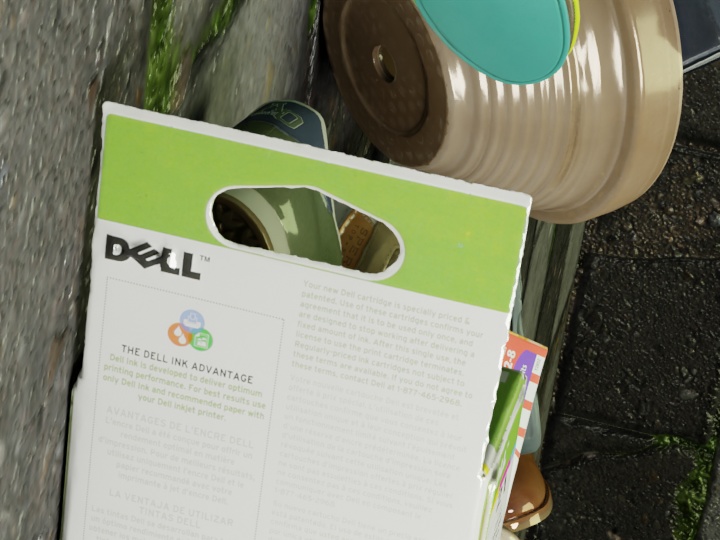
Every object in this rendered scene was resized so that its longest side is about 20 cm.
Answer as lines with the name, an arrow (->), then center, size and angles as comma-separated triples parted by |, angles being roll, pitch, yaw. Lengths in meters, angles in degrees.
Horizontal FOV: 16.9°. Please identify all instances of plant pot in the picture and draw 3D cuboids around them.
plant pot -> 0.046, -0.108, 1.096 | 0.093, 0.201, 0.201 | -22, 140, -26

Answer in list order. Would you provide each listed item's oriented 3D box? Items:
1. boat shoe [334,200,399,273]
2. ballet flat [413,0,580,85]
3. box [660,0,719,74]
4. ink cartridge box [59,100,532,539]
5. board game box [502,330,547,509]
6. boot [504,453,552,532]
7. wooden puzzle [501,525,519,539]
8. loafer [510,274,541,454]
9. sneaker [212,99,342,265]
boat shoe -> 0.000, 0.000, 1.124 | 0.075, 0.068, 0.200 | -63, 170, 4
ballet flat -> 0.031, -0.153, 0.962 | 0.200, 0.067, 0.067 | 43, 36, -45
box -> 0.127, -0.189, 1.105 | 0.148, 0.107, 0.200 | -22, -88, 64
ink cartridge box -> -0.017, 0.036, 0.830 | 0.076, 0.147, 0.200 | -60, 161, -61
board game box -> -0.009, 0.106, 1.008 | 0.200, 0.046, 0.152 | -19, -128, 60
boot -> 0.058, 0.060, 1.478 | 0.200, 0.074, 0.155 | -123, -158, -62
wooden puzzle -> 0.031, 0.166, 1.226 | 0.046, 0.185, 0.200 | -32, 127, -19
loafer -> 0.059, 0.015, 1.377 | 0.072, 0.063, 0.200 | -127, -154, -74
sneaker -> -0.036, 0.021, 0.955 | 0.090, 0.067, 0.200 | -61, 160, -44
